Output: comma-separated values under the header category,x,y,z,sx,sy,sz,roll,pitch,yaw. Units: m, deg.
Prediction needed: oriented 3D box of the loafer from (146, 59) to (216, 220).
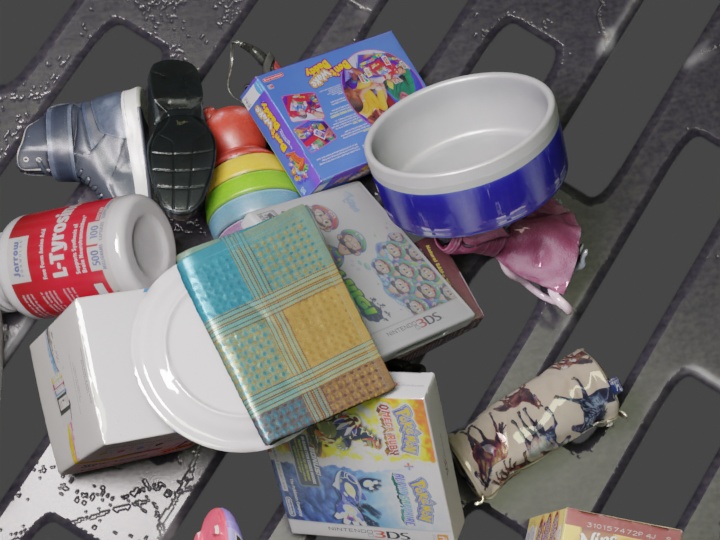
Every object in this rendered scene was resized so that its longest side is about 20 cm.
category,x,y,z,sx,sy,sz,roll,pitch,yaw
loafer,-0.191,-0.128,1.640,0.073,0.072,0.200,2,54,-9

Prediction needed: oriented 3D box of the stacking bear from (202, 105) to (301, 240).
category,x,y,z,sx,sy,sz,roll,pitch,yaw
stacking bear,-0.122,-0.084,1.667,0.121,0.114,0.200,1,61,-39

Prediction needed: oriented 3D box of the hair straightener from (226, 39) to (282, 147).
category,x,y,z,sx,sy,sz,roll,pitch,yaw
hair straightener,-0.085,-0.175,1.724,0.077,0.041,0.200,-40,83,-12

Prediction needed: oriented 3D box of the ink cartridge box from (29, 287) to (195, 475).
category,x,y,z,sx,sy,sz,roll,pitch,yaw
ink cartridge box,-0.226,0.110,1.551,0.147,0.200,0.145,-9,79,-26

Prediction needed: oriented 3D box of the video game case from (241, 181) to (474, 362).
category,x,y,z,sx,sy,sz,roll,pitch,yaw
video game case,0.000,0.000,1.583,0.200,0.024,0.182,49,38,17

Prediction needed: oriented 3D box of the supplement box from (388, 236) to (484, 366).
category,x,y,z,sx,sy,sz,roll,pitch,yaw
supplement box,0.019,0.053,1.670,0.200,0.061,0.109,-26,79,-9

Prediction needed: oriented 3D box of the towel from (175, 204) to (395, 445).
category,x,y,z,sx,sy,sz,roll,pitch,yaw
towel,-0.071,0.049,1.457,0.147,0.022,0.200,-22,78,-23

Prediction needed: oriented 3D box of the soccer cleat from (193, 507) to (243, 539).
category,x,y,z,sx,sy,sz,roll,pitch,yaw
soccer cleat,-0.123,0.344,1.599,0.076,0.067,0.200,3,68,-36

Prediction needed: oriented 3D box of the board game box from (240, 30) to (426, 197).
category,x,y,z,sx,sy,sz,roll,pitch,yaw
board game box,-0.013,-0.171,1.684,0.200,0.045,0.134,-24,78,-37

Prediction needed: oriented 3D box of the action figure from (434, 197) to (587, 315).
category,x,y,z,sx,sy,sz,roll,pitch,yaw
action figure,0.135,-0.039,1.668,0.200,0.134,0.149,3,102,-28

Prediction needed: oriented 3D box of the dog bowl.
category,x,y,z,sx,sy,sz,roll,pitch,yaw
dog bowl,0.109,-0.120,1.591,0.200,0.200,0.079,-26,123,-10

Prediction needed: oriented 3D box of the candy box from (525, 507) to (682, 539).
category,x,y,z,sx,sy,sz,roll,pitch,yaw
candy box,0.238,0.281,1.563,0.117,0.200,0.056,12,76,-1

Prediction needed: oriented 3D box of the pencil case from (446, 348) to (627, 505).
category,x,y,z,sx,sy,sz,roll,pitch,yaw
pencil case,0.183,0.167,1.648,0.200,0.078,0.089,-31,67,-11

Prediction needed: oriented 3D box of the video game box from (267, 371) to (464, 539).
category,x,y,z,sx,sy,sz,roll,pitch,yaw
video game box,0.000,0.187,1.550,0.182,0.200,0.047,-1,36,18

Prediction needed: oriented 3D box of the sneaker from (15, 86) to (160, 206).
category,x,y,z,sx,sy,sz,roll,pitch,yaw
sneaker,-0.290,-0.087,1.674,0.146,0.077,0.202,-9,86,2

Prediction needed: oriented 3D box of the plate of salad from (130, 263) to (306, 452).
category,x,y,z,sx,sy,sz,roll,pitch,yaw
plate of salad,-0.119,0.077,1.469,0.200,0.048,0.200,6,67,-14

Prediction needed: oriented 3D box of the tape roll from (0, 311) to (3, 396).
category,x,y,z,sx,sy,sz,roll,pitch,yaw
tape roll,-0.441,0.119,1.547,0.139,0.203,0.203,4,77,-4

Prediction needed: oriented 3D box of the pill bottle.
category,x,y,z,sx,sy,sz,roll,pitch,yaw
pill bottle,-0.300,-0.010,1.603,0.200,0.112,0.112,-9,76,24

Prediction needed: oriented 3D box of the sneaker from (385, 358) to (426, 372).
category,x,y,z,sx,sy,sz,roll,pitch,yaw
sneaker,0.044,0.142,1.608,0.087,0.074,0.200,-37,112,2
